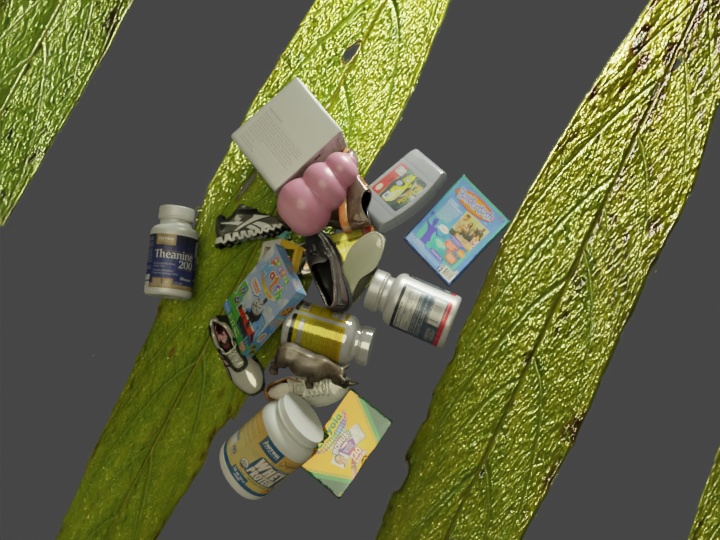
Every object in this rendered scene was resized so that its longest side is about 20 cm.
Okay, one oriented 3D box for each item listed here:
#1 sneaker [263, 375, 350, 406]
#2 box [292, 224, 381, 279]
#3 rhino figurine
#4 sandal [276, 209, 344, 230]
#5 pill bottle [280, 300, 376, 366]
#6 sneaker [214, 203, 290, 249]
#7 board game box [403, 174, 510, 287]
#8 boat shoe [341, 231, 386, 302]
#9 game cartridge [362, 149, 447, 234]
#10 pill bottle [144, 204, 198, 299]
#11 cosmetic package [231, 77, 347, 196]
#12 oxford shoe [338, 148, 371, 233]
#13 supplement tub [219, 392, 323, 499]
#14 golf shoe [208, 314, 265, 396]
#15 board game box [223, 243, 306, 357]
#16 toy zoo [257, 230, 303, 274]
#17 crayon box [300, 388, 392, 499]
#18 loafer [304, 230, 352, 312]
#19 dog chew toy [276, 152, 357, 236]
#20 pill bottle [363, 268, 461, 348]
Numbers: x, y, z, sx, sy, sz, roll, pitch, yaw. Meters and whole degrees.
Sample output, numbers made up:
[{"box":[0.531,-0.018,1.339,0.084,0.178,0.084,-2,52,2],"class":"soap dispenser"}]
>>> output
[{"box":[-0.118,0.267,1.622,0.194,0.085,0.075,-10,79,2],"class":"sneaker"},{"box":[-0.054,-0.042,1.675,0.195,0.050,0.077,-14,80,3],"class":"box"},{"box":[-0.096,0.211,1.573,0.195,0.088,0.061,19,48,-1],"class":"rhino figurine"},{"box":[-0.091,-0.133,1.666,0.194,0.056,0.083,6,41,-2],"class":"sandal"},{"box":[-0.069,0.143,1.620,0.195,0.112,0.115,16,83,8],"class":"pill bottle"},{"box":[-0.249,-0.114,1.696,0.195,0.066,0.093,-13,82,5],"class":"sneaker"},{"box":[0.216,-0.089,1.660,0.200,0.045,0.152,-45,80,-2],"class":"board game box"},{"box":[-0.002,-0.002,1.623,0.072,0.060,0.204,41,113,18],"class":"boat shoe"},{"box":[0.092,-0.177,1.653,0.199,0.041,0.133,-40,54,-6],"class":"game cartridge"},{"box":[-0.429,-0.041,1.679,0.108,0.111,0.206,3,82,6],"class":"pill bottle"},{"box":[-0.154,-0.284,1.660,0.199,0.167,0.167,-41,81,-1],"class":"cosmetic package"},{"box":[-0.007,-0.183,1.641,0.071,0.071,0.205,-11,69,22],"class":"oxford shoe"},{"box":[-0.188,0.371,1.562,0.199,0.144,0.146,-42,80,15],"class":"supplement tub"},{"box":[-0.285,0.193,1.647,0.076,0.088,0.202,-34,82,-2],"class":"golf shoe"},{"box":[-0.214,0.065,1.616,0.200,0.036,0.153,-47,49,19],"class":"board game box"},{"box":[-0.192,0.009,1.658,0.129,0.020,0.205,7,80,45],"class":"toy zoo"},{"box":[-0.031,0.377,1.610,0.118,0.058,0.202,35,87,9],"class":"crayon box"},{"box":[-0.078,-0.004,1.598,0.071,0.062,0.204,-34,70,29],"class":"loafer"},{"box":[-0.086,-0.171,1.573,0.200,0.124,0.125,-45,80,3],"class":"dog chew toy"},{"box":[0.112,0.077,1.609,0.196,0.120,0.122,23,84,8],"class":"pill bottle"}]
